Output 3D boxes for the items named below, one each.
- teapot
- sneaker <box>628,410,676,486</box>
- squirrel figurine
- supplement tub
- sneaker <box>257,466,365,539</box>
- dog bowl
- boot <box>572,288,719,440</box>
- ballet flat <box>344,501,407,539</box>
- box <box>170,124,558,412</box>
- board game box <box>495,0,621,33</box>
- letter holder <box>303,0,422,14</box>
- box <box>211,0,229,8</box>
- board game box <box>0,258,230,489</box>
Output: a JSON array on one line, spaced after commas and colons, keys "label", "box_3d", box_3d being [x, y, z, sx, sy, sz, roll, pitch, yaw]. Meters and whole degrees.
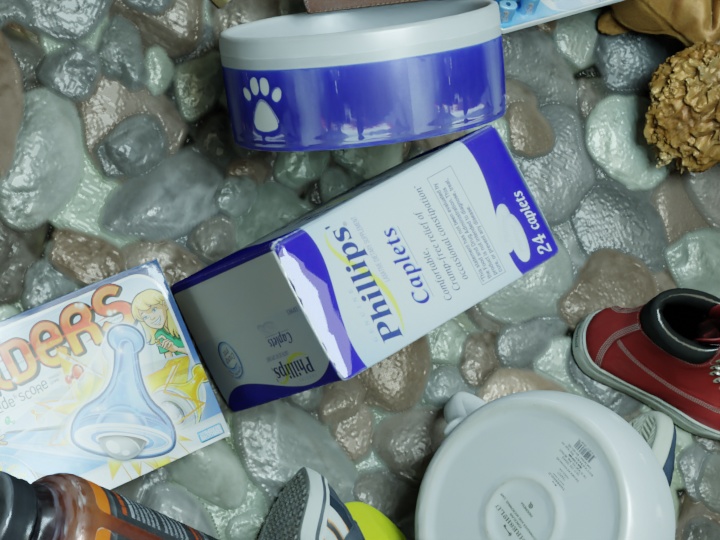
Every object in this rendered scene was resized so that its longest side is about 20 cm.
[{"label": "teapot", "box_3d": [0.141, 0.181, 1.688, 0.146, 0.196, 0.202, 22, 68, -58]}, {"label": "sneaker", "box_3d": [0.211, 0.208, 1.791, 0.084, 0.075, 0.201, 25, 75, -25]}, {"label": "squirrel figurine", "box_3d": [0.281, -0.178, 1.872, 0.185, 0.141, 0.201, 17, 69, -15]}, {"label": "supplement tub", "box_3d": [-0.169, 0.198, 1.559, 0.199, 0.107, 0.108, 30, 67, -33]}, {"label": "sneaker", "box_3d": [-0.024, 0.210, 1.619, 0.079, 0.200, 0.079, 30, 111, -15]}, {"label": "dog bowl", "box_3d": [0.003, -0.140, 1.682, 0.199, 0.200, 0.079, -13, 102, -28]}, {"label": "boot", "box_3d": [0.278, 0.072, 1.809, 0.199, 0.144, 0.073, 21, 68, -22]}, {"label": "ballet flat", "box_3d": [0.036, 0.255, 1.691, 0.066, 0.067, 0.201, -21, 89, -21]}, {"label": "box", "box_3d": [0.000, 0.000, 1.664, 0.199, 0.184, 0.105, -30, 94, -28]}, {"label": "board game box", "box_3d": [0.149, -0.288, 1.818, 0.199, 0.026, 0.201, -17, 65, -20]}, {"label": "letter holder", "box_3d": [0.047, -0.276, 1.692, 0.198, 0.143, 0.101, -6, 50, 9]}, {"label": "box", "box_3d": [-0.122, -0.318, 1.765, 0.200, 0.021, 0.164, 45, 64, -12]}, {"label": "board game box", "box_3d": [-0.202, 0.090, 1.629, 0.199, 0.034, 0.136, -24, 90, -28]}]
